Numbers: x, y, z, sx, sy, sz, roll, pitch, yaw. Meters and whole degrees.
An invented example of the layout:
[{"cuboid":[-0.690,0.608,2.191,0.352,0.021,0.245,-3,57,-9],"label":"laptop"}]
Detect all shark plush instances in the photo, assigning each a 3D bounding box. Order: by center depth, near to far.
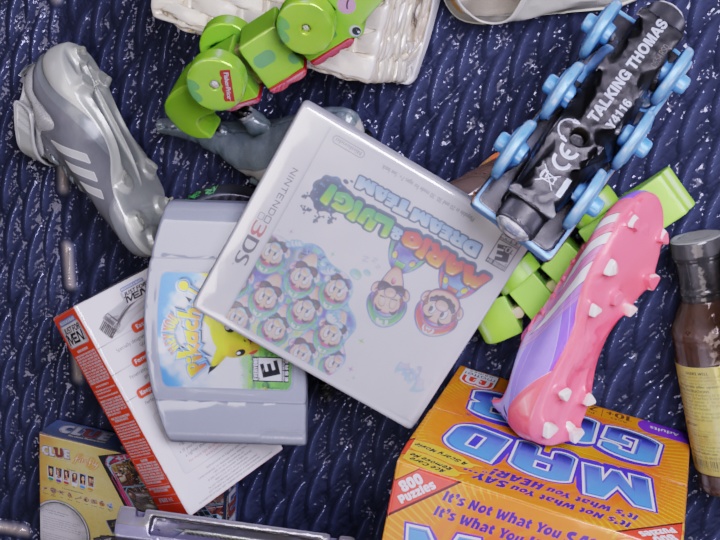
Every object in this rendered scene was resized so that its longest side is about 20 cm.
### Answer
[{"cuboid":[-0.076,-0.117,0.884,0.199,0.083,0.091,24,72,31],"label":"shark plush"}]

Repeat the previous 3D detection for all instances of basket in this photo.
[{"cuboid":[-0.046,-0.226,0.818,0.198,0.123,0.137,19,110,13],"label":"basket"}]

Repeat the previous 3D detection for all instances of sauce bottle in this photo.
[{"cuboid":[0.272,0.071,0.825,0.064,0.065,0.202,-9,103,20],"label":"sauce bottle"}]

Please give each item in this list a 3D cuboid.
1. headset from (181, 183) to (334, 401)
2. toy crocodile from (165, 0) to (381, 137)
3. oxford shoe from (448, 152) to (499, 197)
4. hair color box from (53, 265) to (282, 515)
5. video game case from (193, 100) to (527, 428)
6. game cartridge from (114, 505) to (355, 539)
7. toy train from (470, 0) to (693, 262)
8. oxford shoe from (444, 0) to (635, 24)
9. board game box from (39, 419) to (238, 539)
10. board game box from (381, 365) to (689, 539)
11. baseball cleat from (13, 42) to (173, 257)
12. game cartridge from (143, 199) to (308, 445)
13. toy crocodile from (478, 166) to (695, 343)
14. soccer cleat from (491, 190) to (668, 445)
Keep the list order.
[{"cuboid":[-0.086,0.023,0.908,0.123,0.094,0.200,-36,116,8],"label":"headset"},{"cuboid":[-0.055,-0.153,0.737,0.199,0.068,0.062,-27,123,22],"label":"toy crocodile"},{"cuboid":[0.090,-0.043,0.850,0.199,0.073,0.072,-23,97,23],"label":"oxford shoe"},{"cuboid":[-0.167,0.100,0.950,0.064,0.111,0.201,-20,99,54],"label":"hair color box"},{"cuboid":[0.000,0.000,0.824,0.199,0.024,0.183,29,106,-6],"label":"video game case"},{"cuboid":[-0.110,0.243,0.947,0.198,0.039,0.130,9,153,-4],"label":"game cartridge"},{"cuboid":[0.156,-0.097,0.758,0.086,0.114,0.201,35,80,7],"label":"toy train"},{"cuboid":[0.152,-0.222,0.790,0.198,0.058,0.076,-10,99,19],"label":"oxford shoe"},{"cuboid":[-0.216,0.231,1.050,0.198,0.035,0.137,11,108,16],"label":"board game box"},{"cuboid":[0.129,0.223,0.843,0.198,0.200,0.202,15,109,14],"label":"board game box"},{"cuboid":[-0.238,-0.095,0.958,0.106,0.070,0.201,-23,87,29],"label":"baseball cleat"},{"cuboid":[-0.106,0.044,0.872,0.132,0.040,0.202,2,104,4],"label":"game cartridge"},{"cuboid":[0.168,-0.007,0.847,0.200,0.062,0.068,-41,90,19],"label":"toy crocodile"},{"cuboid":[0.157,0.031,0.796,0.076,0.066,0.201,29,100,51],"label":"soccer cleat"}]
